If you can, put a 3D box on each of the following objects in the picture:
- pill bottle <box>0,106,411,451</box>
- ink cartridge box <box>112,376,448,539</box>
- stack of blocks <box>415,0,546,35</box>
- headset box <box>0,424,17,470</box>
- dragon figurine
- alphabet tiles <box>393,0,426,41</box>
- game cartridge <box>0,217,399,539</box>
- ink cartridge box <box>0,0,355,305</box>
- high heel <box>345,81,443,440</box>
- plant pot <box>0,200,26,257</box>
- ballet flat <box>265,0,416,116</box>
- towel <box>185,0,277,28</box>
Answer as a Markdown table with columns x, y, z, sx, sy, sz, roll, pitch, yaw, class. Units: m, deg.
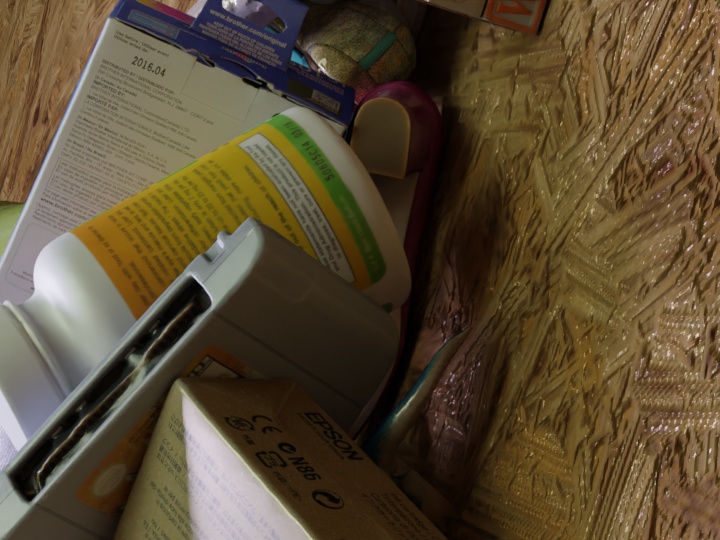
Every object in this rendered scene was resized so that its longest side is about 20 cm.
| x | y | z | sx | sy | sz | roll | pitch | yaw | class |
| --- | --- | --- | --- | --- | --- | --- | --- | --- | --- |
| -0.086 | 0.014 | 1.332 | 0.111 | 0.200 | 0.111 | 55 | 166 | 22 | pill bottle |
| -0.032 | 0.166 | 1.208 | 0.200 | 0.075 | 0.165 | 45 | 122 | 42 | ink cartridge box |
| 0.075 | -0.224 | 1.390 | 0.115 | 0.058 | 0.200 | -146 | 72 | -74 | stack of blocks |
| -0.121 | 0.109 | 1.552 | 0.075 | 0.200 | 0.149 | 47 | 129 | 26 | headset box |
| -0.010 | 0.113 | 1.293 | 0.099 | 0.059 | 0.200 | 23 | 105 | 51 | dragon figurine |
| 0.014 | -0.175 | 1.647 | 0.196 | 0.015 | 0.200 | -104 | 33 | -62 | alphabet tiles |
| -0.077 | 0.077 | 1.282 | 0.200 | 0.133 | 0.042 | -48 | 45 | 7 | game cartridge |
| -0.090 | -0.053 | 1.443 | 0.076 | 0.136 | 0.200 | -81 | 16 | -71 | ink cartridge box |
| 0.000 | 0.000 | 1.456 | 0.096 | 0.067 | 0.201 | -33 | -49 | -78 | high heel |
| -0.202 | 0.021 | 1.951 | 0.190 | 0.200 | 0.200 | -26 | 48 | 53 | plant pot |
| -0.008 | -0.129 | 1.561 | 0.200 | 0.071 | 0.071 | -133 | 60 | -75 | ballet flat |
| -0.032 | -0.179 | 1.537 | 0.200 | 0.032 | 0.191 | -38 | 9 | 37 | towel |
